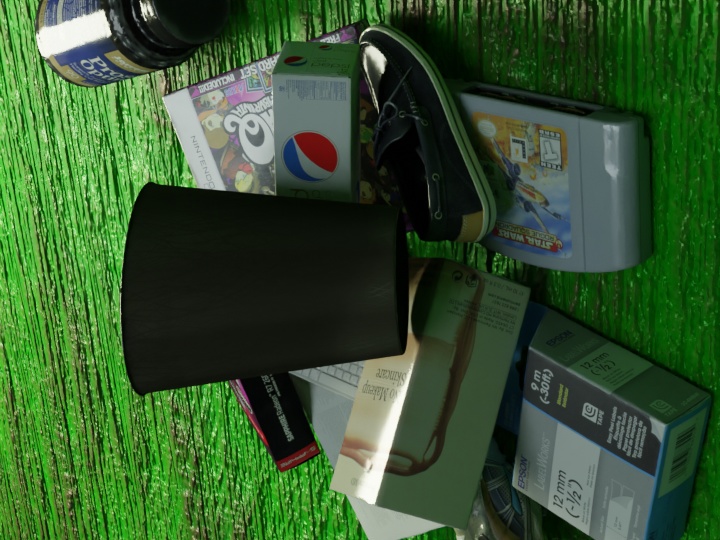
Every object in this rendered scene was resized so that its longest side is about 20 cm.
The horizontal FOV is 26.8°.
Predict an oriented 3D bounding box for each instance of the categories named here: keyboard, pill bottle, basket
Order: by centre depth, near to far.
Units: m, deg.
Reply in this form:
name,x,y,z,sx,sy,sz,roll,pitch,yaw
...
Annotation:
name,x,y,z,sx,sy,sz,roll,pitch,yaw
basket,-0.066,0.009,1.149,0.199,0.181,0.136,-2,139,6
keyboard,0.016,0.093,1.317,0.200,0.011,0.056,20,85,35
pill bottle,-0.212,-0.238,1.411,0.200,0.112,0.112,-3,108,51

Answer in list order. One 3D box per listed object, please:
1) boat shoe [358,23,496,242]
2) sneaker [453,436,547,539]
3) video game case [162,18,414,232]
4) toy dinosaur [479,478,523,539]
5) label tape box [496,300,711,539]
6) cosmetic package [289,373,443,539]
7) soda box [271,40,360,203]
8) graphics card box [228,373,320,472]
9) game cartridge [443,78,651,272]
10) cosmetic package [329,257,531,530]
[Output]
name,x,y,z,sx,sy,sz,roll,pitch,yaw
boat shoe,0.038,-0.107,1.177,0.200,0.062,0.075,66,155,19
sneaker,0.111,0.197,1.307,0.078,0.086,0.201,-32,71,49
video game case,-0.053,-0.098,1.299,0.200,0.036,0.182,-16,101,26
toy dinosaur,0.161,0.248,1.226,0.060,0.200,0.106,-161,93,-80
label tape box,0.172,0.124,1.207,0.200,0.066,0.144,28,130,35
cosmetic package,0.024,0.148,1.404,0.151,0.052,0.200,-28,88,54
soda box,-0.033,-0.080,1.215,0.063,0.068,0.201,4,122,5
graphics card box,-0.105,0.087,1.443,0.126,0.051,0.200,54,166,43
game cartridge,0.135,-0.070,1.164,0.200,0.041,0.134,18,119,43
cosmetic package,0.055,0.096,1.212,0.103,0.087,0.201,-2,72,65
